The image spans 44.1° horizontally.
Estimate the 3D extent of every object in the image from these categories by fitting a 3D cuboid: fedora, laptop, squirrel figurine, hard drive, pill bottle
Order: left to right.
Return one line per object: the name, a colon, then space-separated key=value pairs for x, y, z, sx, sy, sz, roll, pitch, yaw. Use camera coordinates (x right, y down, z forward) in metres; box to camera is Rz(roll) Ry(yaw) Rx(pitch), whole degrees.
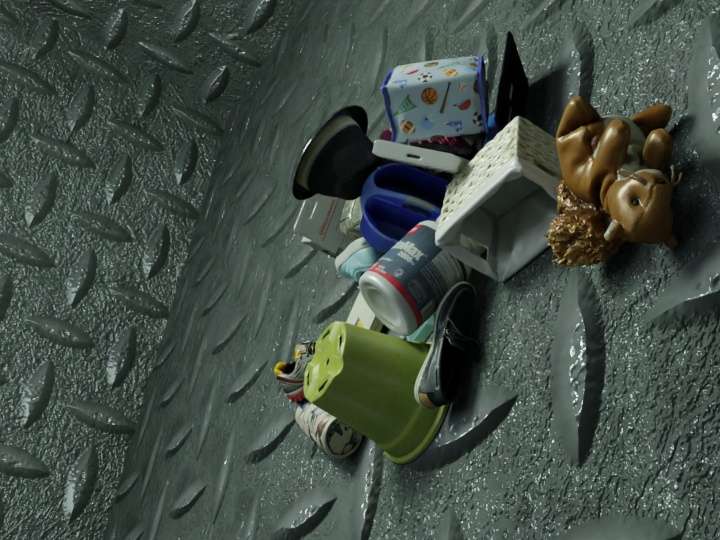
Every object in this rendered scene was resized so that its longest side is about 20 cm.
fedora: x=-0.027 y=-0.180 z=1.506 sx=0.201 sy=0.091 sz=0.202 roll=-48 pitch=-18 yaw=-21
pill bottle: x=0.104 y=-0.006 z=1.391 sx=0.200 sy=0.120 sz=0.119 roll=-42 pitch=14 yaw=-20
hard drive: x=0.108 y=-0.176 z=1.409 sx=0.200 sy=0.129 sz=0.027 roll=-8 pitch=-69 yaw=-73
laptop: x=0.218 y=-0.255 z=1.480 sx=0.101 sy=0.201 sz=0.180 roll=-2 pitch=59 yaw=25
squirrel figurine: x=0.310 y=-0.085 z=1.078 sx=0.189 sy=0.139 sz=0.202 roll=-103 pitch=28 yaw=-44

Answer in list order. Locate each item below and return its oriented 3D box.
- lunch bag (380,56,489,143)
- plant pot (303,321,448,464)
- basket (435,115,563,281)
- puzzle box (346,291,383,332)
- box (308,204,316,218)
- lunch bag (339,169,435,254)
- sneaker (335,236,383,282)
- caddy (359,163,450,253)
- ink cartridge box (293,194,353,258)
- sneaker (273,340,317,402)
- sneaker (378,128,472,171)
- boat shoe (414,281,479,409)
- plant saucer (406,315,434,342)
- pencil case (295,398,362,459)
lunch bag: x=0.130 y=-0.290 z=1.473 sx=0.201 sy=0.166 sz=0.126 roll=-77 pitch=-20 yaw=-62
plant pot: x=0.017 y=0.174 z=1.393 sx=0.201 sy=0.182 sz=0.203 roll=-50 pitch=25 yaw=35
basket: x=0.216 y=-0.103 z=1.285 sx=0.200 sy=0.134 sz=0.125 roll=-44 pitch=25 yaw=45
puzzle box: x=0.016 y=0.080 z=1.693 sx=0.203 sy=0.025 sz=0.133 roll=-66 pitch=20 yaw=14
box: x=-0.015 y=-0.138 z=1.896 sx=0.202 sy=0.121 sz=0.107 roll=-57 pitch=22 yaw=23
lunch bag: x=0.061 y=-0.141 z=1.687 sx=0.167 sy=0.137 sz=0.204 roll=-26 pitch=42 yaw=67
sneaker: x=0.000 y=0.000 z=1.677 sx=0.200 sy=0.072 sz=0.084 roll=120 pitch=134 yaw=-74
caddy: x=0.090 y=-0.096 z=1.509 sx=0.105 sy=0.196 sz=0.144 roll=121 pitch=167 yaw=-67
ink cartridge box: x=-0.040 y=-0.087 z=1.794 sx=0.118 sy=0.197 sz=0.066 roll=-67 pitch=20 yaw=-9
sneaker: x=-0.080 y=0.166 z=1.648 sx=0.199 sy=0.082 sz=0.078 roll=-36 pitch=17 yaw=19
sneaker: x=0.110 y=-0.205 z=1.592 sx=0.074 sy=0.196 sz=0.089 roll=54 pitch=137 yaw=38
boat shoe: x=0.139 y=0.111 z=1.320 sx=0.062 sy=0.074 sz=0.203 roll=-8 pitch=55 yaw=52
plant saucer: x=0.093 y=0.059 z=1.568 sx=0.070 sy=0.019 sz=0.201 roll=-56 pitch=24 yaw=26
pencil case: x=-0.059 y=0.276 z=1.613 sx=0.199 sy=0.076 sz=0.092 roll=-166 pitch=76 yaw=-70
